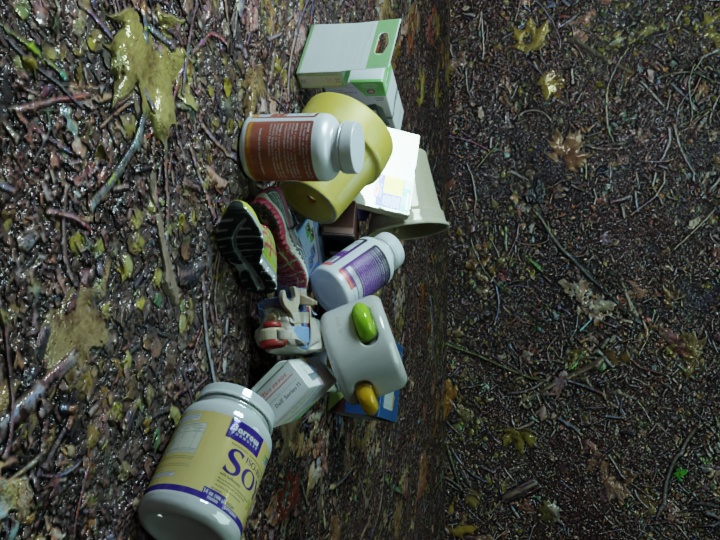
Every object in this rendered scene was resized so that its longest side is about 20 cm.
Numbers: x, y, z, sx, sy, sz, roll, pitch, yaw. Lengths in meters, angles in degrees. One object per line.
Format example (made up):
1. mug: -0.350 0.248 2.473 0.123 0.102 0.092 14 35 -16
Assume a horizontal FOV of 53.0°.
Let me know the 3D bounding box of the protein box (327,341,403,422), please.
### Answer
1. protein box: 0.017 0.269 1.815 0.200 0.132 0.203 45 49 -69

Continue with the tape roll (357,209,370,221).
1. tape roll: -0.029 -0.216 1.668 0.200 0.083 0.205 2 90 -75

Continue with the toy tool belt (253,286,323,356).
1. toy tool belt: -0.136 0.083 1.287 0.200 0.122 0.126 40 42 -73

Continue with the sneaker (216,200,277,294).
1. sneaker: -0.183 -0.052 1.192 0.202 0.076 0.092 81 11 -52

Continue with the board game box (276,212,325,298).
1. board game box: -0.122 -0.023 1.456 0.201 0.036 0.154 -64 152 -56

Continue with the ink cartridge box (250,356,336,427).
1. ink cartridge box: -0.130 0.221 1.309 0.117 0.068 0.200 -45 166 9

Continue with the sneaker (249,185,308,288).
1. sneaker: -0.133 -0.054 1.293 0.075 0.079 0.203 -59 142 -46

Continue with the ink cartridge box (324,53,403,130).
1. ink cartridge box: 0.010 -0.397 1.665 0.201 0.142 0.086 63 34 -59

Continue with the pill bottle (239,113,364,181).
1. pill bottle: -0.097 -0.207 1.222 0.112 0.195 0.115 3 90 -73

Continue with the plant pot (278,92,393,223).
1. plant pot: -0.060 -0.204 1.399 0.191 0.197 0.202 -63 154 -24

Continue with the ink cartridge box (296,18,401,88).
1. ink cartridge box: -0.020 -0.437 1.455 0.048 0.195 0.148 69 29 -54

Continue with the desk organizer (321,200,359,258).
1. desk organizer: -0.040 -0.087 1.594 0.200 0.070 0.079 82 13 -76

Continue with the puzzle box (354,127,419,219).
1. puzzle box: 0.055 -0.220 1.591 0.025 0.130 0.204 125 -23 -68

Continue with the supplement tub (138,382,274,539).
1. supplement tub: -0.207 0.276 1.011 0.202 0.142 0.147 -71 157 -43

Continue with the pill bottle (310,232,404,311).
1. pill bottle: 0.000 0.000 1.498 0.199 0.110 0.114 -34 130 -37

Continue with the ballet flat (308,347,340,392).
1. ballet flat: -0.079 0.232 1.623 0.202 0.070 0.073 73 25 -49

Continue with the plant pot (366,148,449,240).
1. plant pot: 0.100 -0.180 1.687 0.200 0.196 0.188 17 66 -73

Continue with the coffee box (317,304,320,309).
1. coffee box: -0.063 0.088 1.668 0.123 0.043 0.205 -47 137 -65

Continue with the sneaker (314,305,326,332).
1. sneaker: -0.081 0.104 1.519 0.200 0.076 0.084 15 92 -74

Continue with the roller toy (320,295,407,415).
1. roller toy: 0.001 0.156 1.374 0.183 0.137 0.204 -103 173 -81
